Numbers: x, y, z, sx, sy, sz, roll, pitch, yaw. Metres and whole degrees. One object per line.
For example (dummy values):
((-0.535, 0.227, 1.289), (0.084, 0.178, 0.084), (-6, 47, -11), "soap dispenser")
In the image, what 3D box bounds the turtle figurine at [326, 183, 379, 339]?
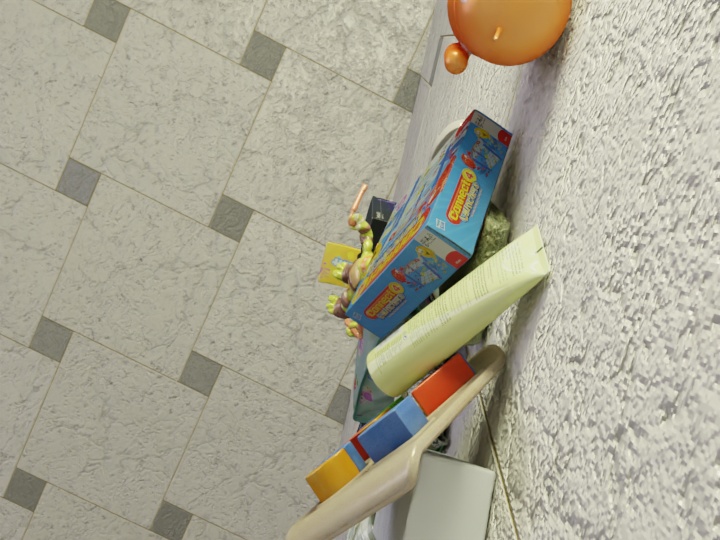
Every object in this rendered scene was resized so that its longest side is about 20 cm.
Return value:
((0.000, 0.000, 0.909), (0.161, 0.063, 0.205), (137, 134, -69), "turtle figurine")

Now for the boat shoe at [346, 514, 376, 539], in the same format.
((0.020, 0.316, 0.855), (0.065, 0.075, 0.202), (-42, -1, 9), "boat shoe")

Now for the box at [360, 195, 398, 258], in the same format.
((0.074, -0.051, 1.071), (0.200, 0.138, 0.081), (-87, 10, -75), "box")

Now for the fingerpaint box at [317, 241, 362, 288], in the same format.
((0.028, 0.004, 1.200), (0.167, 0.195, 0.075), (-112, 36, -88), "fingerpaint box")

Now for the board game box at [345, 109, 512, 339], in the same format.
((0.076, -0.050, 0.769), (0.200, 0.055, 0.198), (-49, 12, 50), "board game box")

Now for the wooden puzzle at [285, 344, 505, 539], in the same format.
((0.026, 0.147, 0.595), (0.185, 0.046, 0.199), (-45, -6, 37), "wooden puzzle")

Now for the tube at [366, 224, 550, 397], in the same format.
((0.088, 0.041, 0.604), (0.200, 0.051, 0.059), (-43, 60, 25), "tube")

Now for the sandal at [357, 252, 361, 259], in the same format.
((0.042, 0.065, 1.082), (0.045, 0.202, 0.075), (-32, -4, 14), "sandal")

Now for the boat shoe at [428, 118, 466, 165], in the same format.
((0.133, -0.176, 1.019), (0.201, 0.073, 0.095), (104, 170, -56), "boat shoe")

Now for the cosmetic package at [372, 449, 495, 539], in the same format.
((0.063, 0.227, 0.646), (0.200, 0.070, 0.104), (111, 173, -79), "cosmetic package")

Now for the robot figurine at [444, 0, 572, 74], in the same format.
((0.147, -0.270, 0.675), (0.201, 0.140, 0.119), (-81, -18, -69), "robot figurine")

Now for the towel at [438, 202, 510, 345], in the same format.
((0.128, -0.009, 0.771), (0.200, 0.036, 0.152), (-83, 7, -75), "towel")

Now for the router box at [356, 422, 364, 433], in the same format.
((0.022, 0.347, 1.235), (0.152, 0.061, 0.203), (105, 176, -45), "router box")

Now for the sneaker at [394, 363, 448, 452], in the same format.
((0.070, 0.202, 0.802), (0.088, 0.075, 0.205), (-152, 69, -70), "sneaker")

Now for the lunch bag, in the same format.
((0.059, 0.087, 0.927), (0.171, 0.119, 0.204), (-79, 0, -61), "lunch bag")
